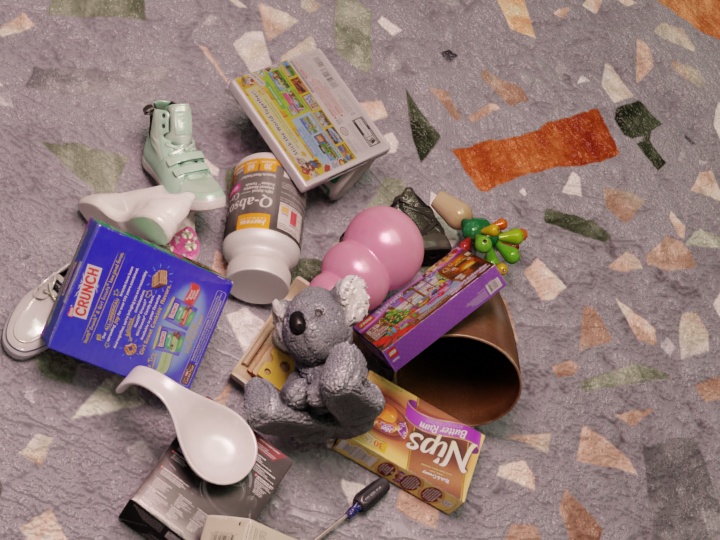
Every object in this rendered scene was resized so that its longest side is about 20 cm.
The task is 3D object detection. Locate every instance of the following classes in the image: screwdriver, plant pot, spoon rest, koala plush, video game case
[{"bbox_3d":[-0.029,0.344,1.631,0.199,0.028,0.029,-38,111,-35],"label":"screwdriver"},{"bbox_3d":[0.151,0.093,1.788,0.185,0.188,0.202,24,42,-11],"label":"plant pot"},{"bbox_3d":[-0.216,0.190,1.513,0.199,0.061,0.100,37,53,1],"label":"spoon rest"},{"bbox_3d":[-0.055,0.113,1.613,0.183,0.175,0.203,34,39,-54],"label":"koala plush"},{"bbox_3d":[-0.075,-0.229,1.809,0.181,0.023,0.201,-27,77,-37],"label":"video game case"}]

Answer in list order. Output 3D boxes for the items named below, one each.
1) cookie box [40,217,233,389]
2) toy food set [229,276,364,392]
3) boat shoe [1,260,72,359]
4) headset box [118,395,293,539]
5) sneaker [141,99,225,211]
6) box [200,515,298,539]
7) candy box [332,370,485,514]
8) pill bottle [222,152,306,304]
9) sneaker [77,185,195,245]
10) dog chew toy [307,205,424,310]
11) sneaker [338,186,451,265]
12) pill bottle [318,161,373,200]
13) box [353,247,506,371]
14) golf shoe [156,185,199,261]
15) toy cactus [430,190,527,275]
[{"bbox_3d":[-0.292,0.049,1.576,0.198,0.075,0.173,25,87,-25],"label":"cookie box"},{"bbox_3d":[-0.082,0.120,1.716,0.143,0.061,0.201,36,52,-3],"label":"toy food set"},{"bbox_3d":[-0.403,0.031,1.606,0.073,0.067,0.201,36,52,-2],"label":"boat shoe"},{"bbox_3d":[-0.193,0.275,1.559,0.148,0.077,0.201,36,51,-2],"label":"headset box"},{"bbox_3d":[-0.254,-0.169,1.716,0.073,0.120,0.200,-13,37,-35],"label":"sneaker"},{"bbox_3d":[-0.107,0.364,1.484,0.199,0.081,0.069,36,60,-42],"label":"box"},{"bbox_3d":[0.071,0.246,1.719,0.198,0.057,0.118,30,53,-6],"label":"candy box"},{"bbox_3d":[-0.140,-0.062,1.761,0.115,0.117,0.203,15,56,-17],"label":"pill bottle"},{"bbox_3d":[-0.305,-0.085,1.664,0.089,0.198,0.076,-51,133,-31],"label":"sneaker"},{"bbox_3d":[0.000,0.000,1.730,0.125,0.125,0.200,45,67,5],"label":"dog chew toy"},{"bbox_3d":[0.042,-0.068,1.883,0.197,0.076,0.116,-4,60,-30],"label":"sneaker"},{"bbox_3d":[-0.075,-0.217,1.887,0.200,0.113,0.113,44,52,3],"label":"pill bottle"},{"bbox_3d":[0.094,0.051,1.693,0.199,0.137,0.039,-37,110,-9],"label":"box"},{"bbox_3d":[-0.269,-0.047,1.723,0.074,0.093,0.201,-2,39,-8],"label":"golf shoe"},{"bbox_3d":[0.180,-0.058,1.907,0.164,0.103,0.200,38,23,9],"label":"toy cactus"}]
